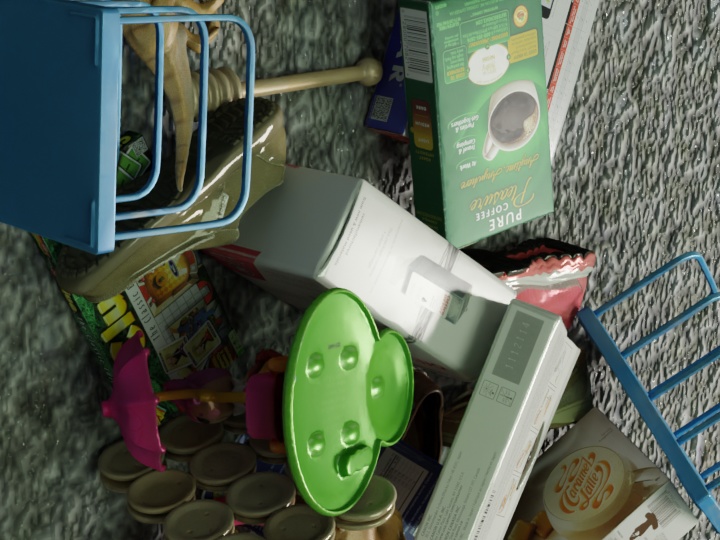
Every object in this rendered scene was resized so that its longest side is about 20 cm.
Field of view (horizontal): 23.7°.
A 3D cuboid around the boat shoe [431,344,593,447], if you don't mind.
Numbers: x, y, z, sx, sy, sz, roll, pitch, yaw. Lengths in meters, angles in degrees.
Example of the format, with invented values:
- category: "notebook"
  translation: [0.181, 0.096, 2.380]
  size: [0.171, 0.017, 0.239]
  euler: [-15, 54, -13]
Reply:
- category: "boat shoe"
  translation: [0.133, 0.112, 1.497]
  size: [0.200, 0.073, 0.064]
  euler: [-11, 102, -43]

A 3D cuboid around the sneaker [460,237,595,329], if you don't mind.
- category: "sneaker"
  translation: [0.127, 0.027, 1.464]
  size: [0.199, 0.074, 0.087]
  euler: [-8, 108, -41]

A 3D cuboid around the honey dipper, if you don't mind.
- category: "honey dipper"
  translation: [-0.056, -0.138, 1.275]
  size: [0.199, 0.038, 0.038]
  euler: [-13, 111, -41]

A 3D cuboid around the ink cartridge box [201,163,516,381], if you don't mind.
- category: "ink cartridge box"
  translation: [0.000, 0.000, 1.289]
  size: [0.200, 0.145, 0.085]
  euler: [36, 76, -42]

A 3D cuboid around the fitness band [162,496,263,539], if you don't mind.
- category: "fitness band"
  translation: [-0.101, 0.272, 1.312]
  size: [0.143, 0.037, 0.201]
  euler: [16, 94, -19]

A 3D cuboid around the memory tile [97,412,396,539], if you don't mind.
- category: "memory tile"
  translation: [-0.084, 0.151, 1.211]
  size: [0.153, 0.200, 0.017]
  euler: [-23, 124, -27]

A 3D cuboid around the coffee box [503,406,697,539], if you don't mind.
- category: "coffee box"
  translation: [0.177, 0.234, 1.500]
  size: [0.200, 0.114, 0.080]
  euler: [-41, 133, -2]

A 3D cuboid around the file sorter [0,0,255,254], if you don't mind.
- category: "file sorter"
  translation: [-0.172, -0.104, 1.069]
  size: [0.122, 0.199, 0.140]
  euler: [-10, 108, -42]

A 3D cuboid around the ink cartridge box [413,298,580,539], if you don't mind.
- category: "ink cartridge box"
  translation: [0.108, 0.133, 1.334]
  size: [0.176, 0.044, 0.201]
  euler: [41, 71, -75]

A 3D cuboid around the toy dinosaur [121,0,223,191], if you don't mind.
- category: "toy dinosaur"
  translation: [-0.136, -0.160, 1.178]
  size: [0.106, 0.060, 0.201]
  euler: [-29, 96, -31]

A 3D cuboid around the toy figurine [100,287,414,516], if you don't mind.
- category: "toy figurine"
  translation: [-0.083, 0.085, 1.198]
  size: [0.200, 0.183, 0.151]
  euler: [-10, 99, -64]

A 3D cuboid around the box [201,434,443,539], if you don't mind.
- category: "box"
  translation: [-0.017, 0.175, 1.354]
  size: [0.199, 0.032, 0.122]
  euler: [33, 91, -20]

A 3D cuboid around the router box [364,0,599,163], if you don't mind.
- category: "router box"
  translation: [0.107, -0.187, 1.400]
  size: [0.179, 0.049, 0.201]
  euler: [16, 91, -43]

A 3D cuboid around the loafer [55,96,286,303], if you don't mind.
- category: "loafer"
  translation: [-0.120, -0.039, 1.183]
  size: [0.200, 0.076, 0.068]
  euler: [-40, 125, -18]

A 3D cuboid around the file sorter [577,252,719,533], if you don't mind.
- category: "file sorter"
  translation: [0.304, 0.105, 1.508]
  size: [0.122, 0.201, 0.139]
  euler: [-33, 152, 6]

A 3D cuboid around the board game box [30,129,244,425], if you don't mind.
- category: "board game box"
  translation: [-0.160, 0.011, 1.233]
  size: [0.105, 0.023, 0.201]
  euler: [-40, 125, -25]

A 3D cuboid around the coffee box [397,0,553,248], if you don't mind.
- category: "coffee box"
  translation: [0.091, -0.126, 1.339]
  size: [0.122, 0.044, 0.201]
  euler: [-23, 116, -35]

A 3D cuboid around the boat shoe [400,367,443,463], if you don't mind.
- category: "boat shoe"
  translation: [0.034, 0.181, 1.420]
  size: [0.074, 0.075, 0.204]
  euler: [-12, 110, -39]

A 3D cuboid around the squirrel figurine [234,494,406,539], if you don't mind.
- category: "squirrel figurine"
  translation: [-0.049, 0.241, 1.237]
  size: [0.199, 0.141, 0.188]
  euler: [8, 90, -18]
